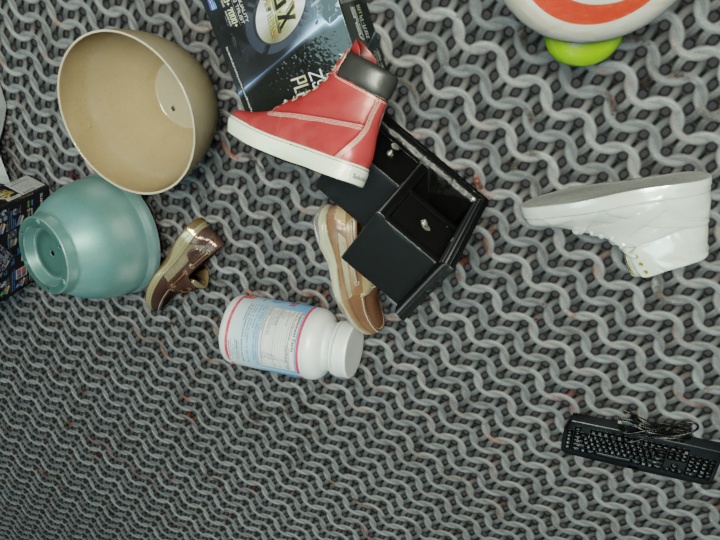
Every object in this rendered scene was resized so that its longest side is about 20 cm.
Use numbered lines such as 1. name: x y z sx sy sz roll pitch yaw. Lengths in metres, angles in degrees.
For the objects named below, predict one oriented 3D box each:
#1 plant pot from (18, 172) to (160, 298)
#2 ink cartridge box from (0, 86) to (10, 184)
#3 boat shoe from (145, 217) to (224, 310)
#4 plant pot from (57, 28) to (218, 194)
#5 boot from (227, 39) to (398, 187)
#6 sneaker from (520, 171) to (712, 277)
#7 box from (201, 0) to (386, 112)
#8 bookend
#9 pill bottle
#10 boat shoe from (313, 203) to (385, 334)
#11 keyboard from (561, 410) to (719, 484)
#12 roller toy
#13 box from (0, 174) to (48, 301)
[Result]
1. plant pot: -0.427 -0.041 0.945 0.200 0.134 0.201 12 113 30
2. ink cartridge box: -0.646 -0.250 1.007 0.160 0.047 0.200 13 126 16
3. boat shoe: -0.274 0.007 0.974 0.072 0.072 0.200 39 120 -2
4. plant pot: -0.265 -0.216 0.806 0.200 0.134 0.201 10 120 18
5. boot: -0.054 -0.186 0.681 0.200 0.072 0.145 22 97 31
6. sneaker: 0.291 -0.041 0.707 0.200 0.074 0.116 -4 112 23
7. box: -0.076 -0.279 0.721 0.163 0.086 0.200 -9 113 26
8. bookend: 0.029 -0.079 0.719 0.200 0.199 0.092 40 125 0
9. pill bottle: -0.102 0.103 0.928 0.200 0.109 0.109 8 120 18
10. boat shoe: 0.000 0.000 0.852 0.072 0.076 0.200 -10 114 25
11. keyboard: 0.382 0.244 0.845 0.200 0.040 0.104 7 120 18
12. roller toy: 0.208 -0.312 0.552 0.182 0.140 0.200 36 123 -12
13. box: -0.602 -0.033 1.009 0.050 0.199 0.200 27 125 9
